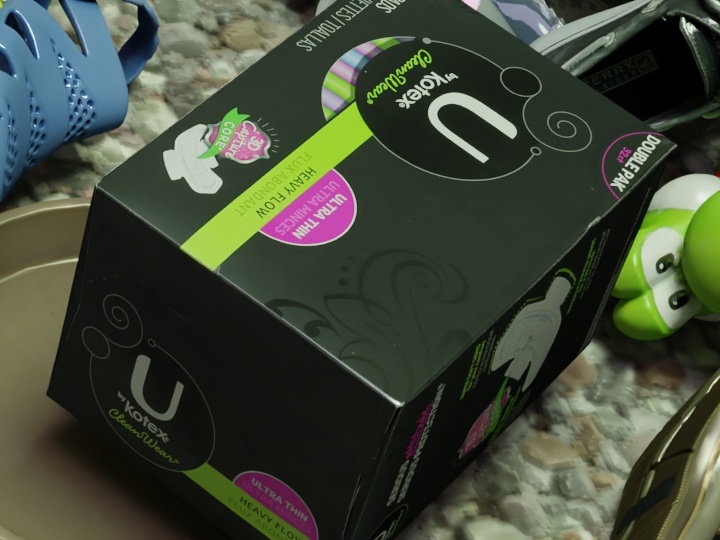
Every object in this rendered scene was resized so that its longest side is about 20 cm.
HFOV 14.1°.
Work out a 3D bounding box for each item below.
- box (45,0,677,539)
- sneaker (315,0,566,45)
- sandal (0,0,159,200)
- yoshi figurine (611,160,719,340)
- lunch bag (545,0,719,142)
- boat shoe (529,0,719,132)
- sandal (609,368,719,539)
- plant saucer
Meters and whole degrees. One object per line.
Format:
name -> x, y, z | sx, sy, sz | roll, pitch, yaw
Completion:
box -> 0.000, 0.000, 1.134 | 0.148, 0.125, 0.200 | 35, 46, 15
sneaker -> 0.025, -0.115, 1.341 | 0.082, 0.070, 0.200 | -42, 70, -17
sandal -> -0.136, -0.082, 1.231 | 0.087, 0.080, 0.200 | 22, 38, -7
yoshi figurine -> 0.195, -0.026, 1.273 | 0.200, 0.112, 0.112 | -32, 70, -34
lunch bag -> 0.136, -0.188, 1.358 | 0.139, 0.168, 0.200 | -29, 61, -36
boat shoe -> 0.154, -0.103, 1.248 | 0.198, 0.074, 0.068 | -20, 20, 11
sandal -> 0.141, 0.096, 1.166 | 0.054, 0.080, 0.200 | 38, 52, -7
plant saucer -> -0.093, 0.052, 1.161 | 0.199, 0.030, 0.201 | 9, 46, -9
